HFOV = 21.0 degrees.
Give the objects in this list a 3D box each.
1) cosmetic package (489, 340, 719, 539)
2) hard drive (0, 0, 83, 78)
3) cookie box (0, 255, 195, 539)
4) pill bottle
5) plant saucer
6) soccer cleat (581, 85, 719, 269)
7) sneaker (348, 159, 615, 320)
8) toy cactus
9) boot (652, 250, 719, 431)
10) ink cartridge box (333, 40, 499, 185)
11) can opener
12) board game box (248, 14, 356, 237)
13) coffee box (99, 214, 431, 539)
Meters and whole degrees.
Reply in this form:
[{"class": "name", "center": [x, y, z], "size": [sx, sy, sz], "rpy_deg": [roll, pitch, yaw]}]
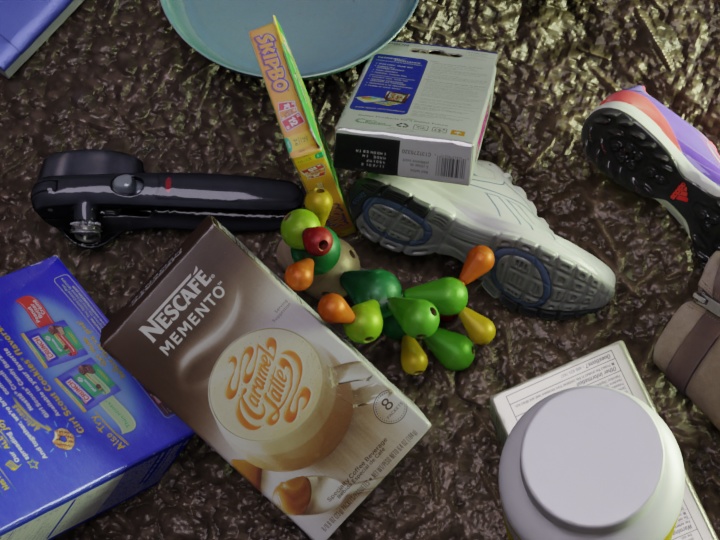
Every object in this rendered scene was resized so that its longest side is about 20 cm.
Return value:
[{"class": "cosmetic package", "center": [0.172, 0.161, 1.307], "size": [0.105, 0.071, 0.201], "rpy_deg": [-22, 72, -2]}, {"class": "hard drive", "center": [-0.250, -0.261, 1.494], "size": [0.132, 0.025, 0.200], "rpy_deg": [39, 79, 14]}, {"class": "cookie box", "center": [-0.242, 0.099, 1.301], "size": [0.200, 0.075, 0.171], "rpy_deg": [-24, 67, -46]}, {"class": "pill bottle", "center": [0.139, 0.133, 1.176], "size": [0.111, 0.200, 0.112], "rpy_deg": [-1, 73, 5]}, {"class": "plant saucer", "center": [-0.051, -0.217, 1.447], "size": [0.199, 0.027, 0.201], "rpy_deg": [-1, 60, 1]}, {"class": "soccer cleat", "center": [0.248, -0.055, 1.377], "size": [0.200, 0.068, 0.073], "rpy_deg": [42, 43, 6]}, {"class": "sneaker", "center": [0.095, -0.036, 1.376], "size": [0.199, 0.075, 0.087], "rpy_deg": [28, 50, 1]}, {"class": "toy cactus", "center": [0.000, 0.000, 1.337], "size": [0.165, 0.200, 0.103], "rpy_deg": [26, 91, 50]}, {"class": "boot", "center": [0.263, 0.091, 1.327], "size": [0.146, 0.070, 0.201], "rpy_deg": [31, 97, 29]}, {"class": "ink cartridge box", "center": [0.043, -0.116, 1.371], "size": [0.094, 0.200, 0.037], "rpy_deg": [7, 117, 6]}, {"class": "can opener", "center": [-0.140, -0.053, 1.401], "size": [0.199, 0.063, 0.079], "rpy_deg": [3, 72, 5]}, {"class": "board game box", "center": [-0.039, -0.095, 1.335], "size": [0.030, 0.200, 0.096], "rpy_deg": [-19, 72, -1]}, {"class": "coffee box", "center": [-0.065, 0.072, 1.302], "size": [0.200, 0.080, 0.114], "rpy_deg": [42, 91, -9]}]
